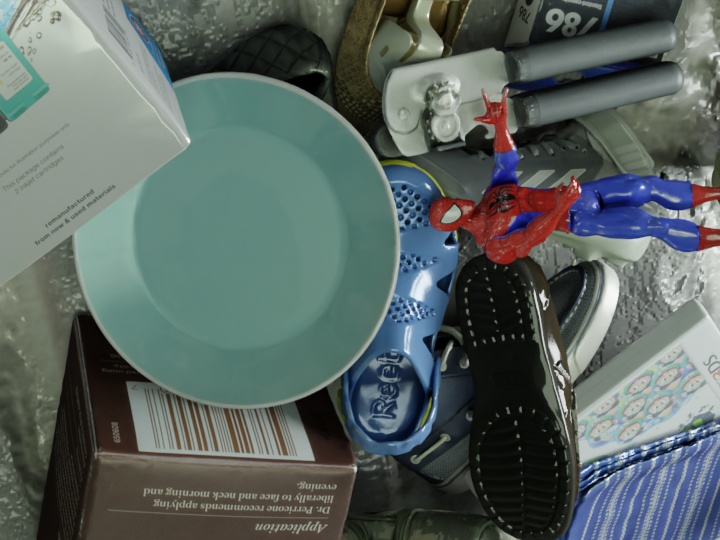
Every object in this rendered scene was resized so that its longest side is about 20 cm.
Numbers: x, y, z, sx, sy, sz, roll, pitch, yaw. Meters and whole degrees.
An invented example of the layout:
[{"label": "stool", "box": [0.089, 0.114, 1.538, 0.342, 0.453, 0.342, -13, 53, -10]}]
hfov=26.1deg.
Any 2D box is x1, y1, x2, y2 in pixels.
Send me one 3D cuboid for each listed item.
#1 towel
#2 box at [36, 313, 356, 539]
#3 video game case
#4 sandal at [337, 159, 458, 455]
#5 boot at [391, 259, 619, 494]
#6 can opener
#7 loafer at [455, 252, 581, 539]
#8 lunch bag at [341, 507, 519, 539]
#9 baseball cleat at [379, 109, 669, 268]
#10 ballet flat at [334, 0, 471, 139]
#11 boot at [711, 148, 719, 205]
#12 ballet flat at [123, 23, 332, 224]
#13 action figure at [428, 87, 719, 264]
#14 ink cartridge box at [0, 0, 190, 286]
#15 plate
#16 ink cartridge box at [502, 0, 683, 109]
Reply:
[{"label": "towel", "box": [0.222, 0.177, 1.153, 0.198, 0.024, 0.146, -15, 134, -25]}, {"label": "box", "box": [-0.115, 0.158, 1.003, 0.164, 0.165, 0.202, 6, 116, -19]}, {"label": "video game case", "box": [0.188, 0.121, 1.113, 0.199, 0.024, 0.182, -38, 145, 6]}, {"label": "sandal", "box": [0.022, 0.032, 0.954, 0.079, 0.087, 0.202, -1, 111, 1]}, {"label": "boot", "box": [0.086, 0.061, 1.062, 0.090, 0.073, 0.201, 31, 104, -25]}, {"label": "can opener", "box": [0.100, -0.114, 0.943, 0.198, 0.066, 0.053, -14, 100, -13]}, {"label": "loafer", "box": [0.112, 0.078, 1.001, 0.072, 0.071, 0.202, 3, 110, 28]}, {"label": "lunch bag", "box": [0.018, 0.261, 1.069, 0.139, 0.166, 0.202, 27, 68, -63]}, {"label": "baseball cleat", "box": [0.109, -0.071, 1.011, 0.198, 0.070, 0.107, 17, 98, -25]}, {"label": "ballet flat", "box": [0.038, -0.163, 0.932, 0.070, 0.065, 0.201, 10, 115, -22]}, {"label": "boot", "box": [0.271, -0.091, 0.961, 0.071, 0.200, 0.156, 2, 117, -3]}, {"label": "ballet flat", "box": [-0.098, -0.074, 0.946, 0.200, 0.057, 0.066, -44, 119, 10]}, {"label": "action figure", "box": [0.136, -0.053, 0.896, 0.198, 0.066, 0.099, -5, 141, 5]}, {"label": "ink cartridge box", "box": [-0.214, -0.126, 0.833, 0.146, 0.147, 0.200, -35, 120, 6]}, {"label": "plate", "box": [-0.073, -0.017, 0.924, 0.198, 0.026, 0.202, 1, 101, 7]}, {"label": "ink cartridge box", "box": [0.158, -0.193, 0.966, 0.098, 0.039, 0.202, 6, 116, -20]}]
